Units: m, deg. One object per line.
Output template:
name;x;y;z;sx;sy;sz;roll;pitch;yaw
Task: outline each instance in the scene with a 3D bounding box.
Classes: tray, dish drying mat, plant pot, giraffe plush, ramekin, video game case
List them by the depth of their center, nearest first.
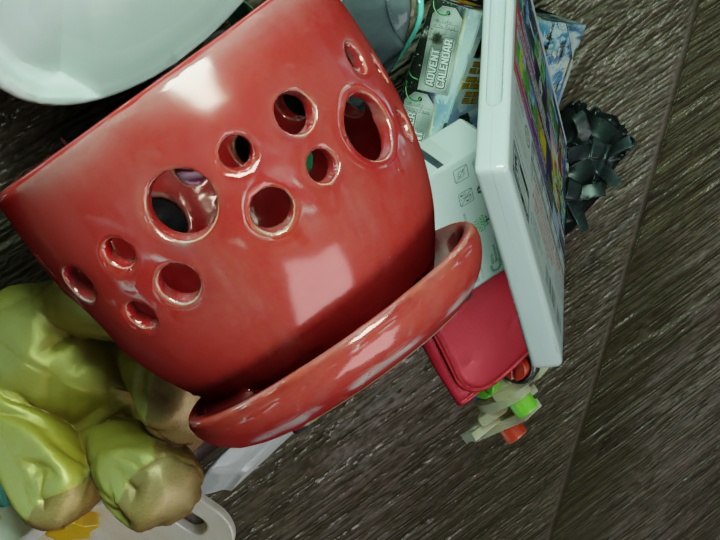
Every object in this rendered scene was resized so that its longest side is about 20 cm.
ramekin;-0.125;-0.183;1.046;0.202;0.094;0.203;-36;154;-21
plant pot;-0.055;-0.022;1.124;0.200;0.183;0.200;-33;-172;5
giraffe plush;-0.140;0.058;1.303;0.162;0.199;0.173;-4;108;-62
video game case;0.100;-0.070;1.361;0.023;0.183;0.200;-5;143;13
dish drying mat;0.058;0.004;1.414;0.077;0.018;0.200;-40;133;-11
tray;-0.040;0.095;1.627;0.200;0.022;0.107;-42;177;-19

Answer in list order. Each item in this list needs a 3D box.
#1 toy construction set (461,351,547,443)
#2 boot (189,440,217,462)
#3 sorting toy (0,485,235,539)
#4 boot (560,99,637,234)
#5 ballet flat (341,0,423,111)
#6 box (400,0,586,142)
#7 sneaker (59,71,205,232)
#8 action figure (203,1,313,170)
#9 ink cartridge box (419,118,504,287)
toy construction set;0.060;0.046;1.550;0.131;0.200;0.092;-32;-160;34
boot;-0.127;0.126;1.539;0.200;0.072;0.166;-50;160;22
sorting toy;-0.175;0.175;1.409;0.179;0.107;0.200;-19;149;3
boot;0.116;-0.036;1.654;0.163;0.073;0.198;-62;-164;-22
ballet flat;-0.013;-0.121;1.356;0.073;0.073;0.200;-34;164;-24
box;0.079;-0.106;1.469;0.200;0.040;0.137;-8;118;-66
sneaker;-0.122;-0.044;1.311;0.095;0.079;0.200;-21;152;0
action figure;-0.055;-0.070;1.320;0.055;0.118;0.200;-19;153;-4
ink cartridge box;0.000;0.000;1.327;0.200;0.039;0.100;-32;133;-21
